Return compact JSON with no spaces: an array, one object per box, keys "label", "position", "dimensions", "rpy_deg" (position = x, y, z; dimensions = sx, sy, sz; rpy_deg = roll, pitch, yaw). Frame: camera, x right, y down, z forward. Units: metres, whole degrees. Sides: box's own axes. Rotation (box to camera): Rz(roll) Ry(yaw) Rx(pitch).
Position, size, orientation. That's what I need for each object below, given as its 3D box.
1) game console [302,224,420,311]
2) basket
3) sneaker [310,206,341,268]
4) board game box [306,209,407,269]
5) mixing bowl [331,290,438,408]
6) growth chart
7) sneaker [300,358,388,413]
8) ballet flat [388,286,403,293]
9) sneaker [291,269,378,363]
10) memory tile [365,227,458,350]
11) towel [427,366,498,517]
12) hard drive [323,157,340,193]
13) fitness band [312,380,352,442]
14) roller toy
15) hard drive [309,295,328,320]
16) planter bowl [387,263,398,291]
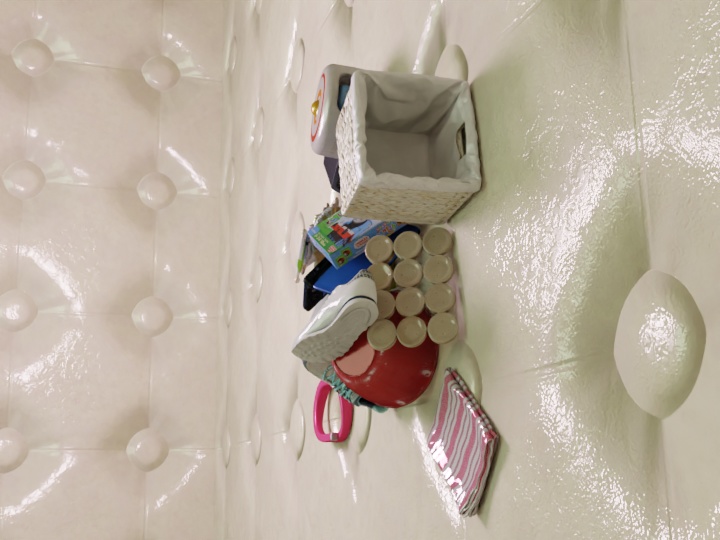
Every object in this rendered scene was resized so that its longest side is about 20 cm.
[{"label":"game console","position":[0.000,0.000,1.678],"dimensions":[0.118,0.200,0.171],"rpy_deg":[37,154,16]},{"label":"basket","position":[0.067,-0.189,1.467],"dimensions":[0.161,0.198,0.200],"rpy_deg":[126,144,-62]},{"label":"sneaker","position":[-0.069,-0.051,1.986],"dimensions":[0.088,0.075,0.202],"rpy_deg":[-75,-5,-66]},{"label":"board game box","position":[0.014,-0.089,1.635],"dimensions":[0.037,0.199,0.151],"rpy_deg":[61,172,-24]},{"label":"mixing bowl","position":[0.022,0.132,1.550],"dimensions":[0.199,0.108,0.202],"rpy_deg":[-5,82,39]},{"label":"growth chart","position":[-0.087,-0.075,2.017],"dimensions":[0.200,0.018,0.146],"rpy_deg":[-41,-34,-52]},{"label":"sneaker","position":[-0.018,0.195,1.670],"dimensions":[0.078,0.199,0.087],"rpy_deg":[-50,30,22]},{"label":"ballet flat","position":[0.071,0.130,1.631],"dimensions":[0.072,0.071,0.202],"rpy_deg":[180,96,-72]},{"label":"sneaker","position":[-0.041,0.080,1.503],"dimensions":[0.200,0.076,0.081],"rpy_deg":[-39,40,33]},{"label":"memory tile","position":[0.080,0.029,1.488],"dimensions":[0.017,0.152,0.202],"rpy_deg":[51,-146,-61]},{"label":"towel","position":[0.147,0.257,1.405],"dimensions":[0.200,0.030,0.147],"rpy_deg":[-121,39,-60]},{"label":"hard drive","position":[-0.038,-0.284,2.045],"dimensions":[0.135,0.042,0.201],"rpy_deg":[-108,28,-49]},{"label":"fitness band","position":[-0.064,0.304,2.027],"dimensions":[0.200,0.037,0.145],"rpy_deg":[150,121,-67]},{"label":"roller toy","position":[-0.031,-0.315,1.846],"dimensions":[0.200,0.139,0.184],"rpy_deg":[-103,24,-62]},{"label":"hard drive","position":[-0.036,0.012,1.885],"dimensions":[0.132,0.027,0.201],"rpy_deg":[-43,-17,-41]},{"label":"planter bowl","position":[0.002,0.057,1.799],"dimensions":[0.200,0.083,0.202],"rpy_deg":[-177,90,-72]}]
